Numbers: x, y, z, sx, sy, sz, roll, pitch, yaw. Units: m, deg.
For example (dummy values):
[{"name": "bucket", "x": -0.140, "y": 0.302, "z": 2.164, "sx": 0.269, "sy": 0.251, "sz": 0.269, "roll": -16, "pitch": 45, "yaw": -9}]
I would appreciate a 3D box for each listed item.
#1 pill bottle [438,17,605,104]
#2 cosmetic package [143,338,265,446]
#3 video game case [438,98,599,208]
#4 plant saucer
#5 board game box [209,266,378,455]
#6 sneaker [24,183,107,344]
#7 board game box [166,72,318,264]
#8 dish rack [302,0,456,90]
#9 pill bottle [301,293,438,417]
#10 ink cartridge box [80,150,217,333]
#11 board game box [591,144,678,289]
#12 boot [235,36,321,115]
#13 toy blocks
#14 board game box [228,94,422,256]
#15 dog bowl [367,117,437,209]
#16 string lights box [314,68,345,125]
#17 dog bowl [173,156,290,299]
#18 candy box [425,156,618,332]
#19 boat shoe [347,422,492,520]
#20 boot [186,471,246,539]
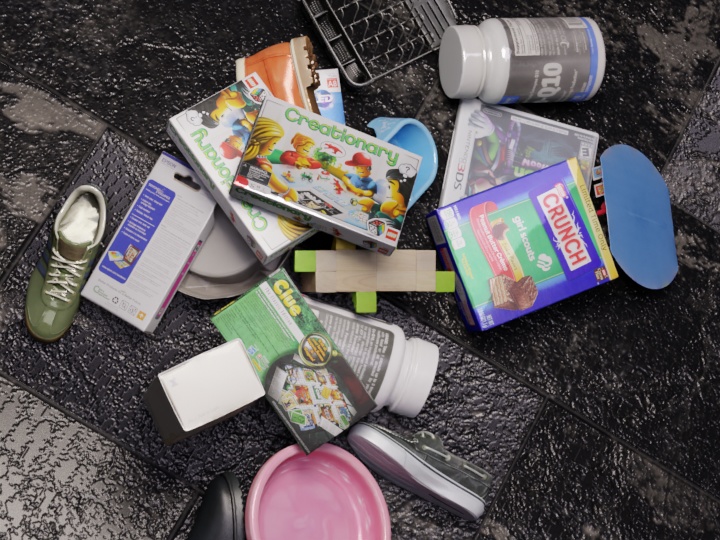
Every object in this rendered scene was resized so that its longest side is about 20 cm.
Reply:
[{"name": "pill bottle", "x": 0.212, "y": -0.279, "z": 1.789, "sx": 0.200, "sy": 0.114, "sz": 0.114, "roll": -4, "pitch": 79, "yaw": -16}, {"name": "cosmetic package", "x": -0.184, "y": 0.143, "z": 1.555, "sx": 0.103, "sy": 0.200, "sz": 0.073, "roll": -24, "pitch": 86, "yaw": -17}, {"name": "video game case", "x": 0.213, "y": -0.124, "z": 1.804, "sx": 0.200, "sy": 0.023, "sz": 0.182, "roll": 15, "pitch": 75, "yaw": -10}, {"name": "plant saucer", "x": -0.057, "y": 0.306, "z": 1.600, "sx": 0.200, "sy": 0.051, "sz": 0.201, "roll": 16, "pitch": 63, "yaw": -33}, {"name": "board game box", "x": -0.077, "y": 0.106, "z": 1.573, "sx": 0.105, "sy": 0.023, "sz": 0.200, "roll": -34, "pitch": 100, "yaw": -1}, {"name": "sneaker", "x": -0.352, "y": -0.015, "z": 1.607, "sx": 0.067, "sy": 0.090, "sz": 0.200, "roll": 19, "pitch": 74, "yaw": -9}, {"name": "board game box", "x": -0.119, "y": -0.121, "z": 1.580, "sx": 0.126, "sy": 0.035, "sz": 0.200, "roll": -33, "pitch": 82, "yaw": -24}, {"name": "dish rack", "x": 0.032, "y": -0.337, "z": 1.793, "sx": 0.200, "sy": 0.055, "sz": 0.153, "roll": -28, "pitch": 86, "yaw": -18}, {"name": "pill bottle", "x": -0.014, "y": 0.107, "z": 1.650, "sx": 0.200, "sy": 0.114, "sz": 0.114, "roll": 19, "pitch": 74, "yaw": -9}, {"name": "ink cartridge box", "x": -0.243, "y": -0.033, "z": 1.609, "sx": 0.095, "sy": 0.037, "sz": 0.200, "roll": 29, "pitch": 90, "yaw": 13}, {"name": "board game box", "x": 0.360, "y": -0.067, "z": 1.805, "sx": 0.158, "sy": 0.039, "sz": 0.200, "roll": 14, "pitch": 66, "yaw": -43}, {"name": "boot", "x": -0.096, "y": -0.180, "z": 1.666, "sx": 0.107, "sy": 0.075, "sz": 0.200, "roll": -11, "pitch": 86, "yaw": 7}, {"name": "toy blocks", "x": 0.000, "y": 0.000, "z": 1.670, "sx": 0.200, "sy": 0.137, "sz": 0.100, "roll": 0, "pitch": 90, "yaw": -16}, {"name": "board game box", "x": -0.038, "y": -0.109, "z": 1.553, "sx": 0.200, "sy": 0.035, "sz": 0.126, "roll": 21, "pitch": 64, "yaw": -9}, {"name": "dog bowl", "x": 0.032, "y": -0.121, "z": 1.698, "sx": 0.200, "sy": 0.050, "sz": 0.112, "roll": -49, "pitch": 119, "yaw": -43}, {"name": "string lights box", "x": -0.069, "y": -0.152, "z": 1.723, "sx": 0.103, "sy": 0.059, "sz": 0.200, "roll": -6, "pitch": 79, "yaw": -12}, {"name": "dog bowl", "x": -0.168, "y": -0.060, "z": 1.648, "sx": 0.200, "sy": 0.059, "sz": 0.200, "roll": -1, "pitch": 82, "yaw": 8}, {"name": "candy box", "x": 0.208, "y": -0.032, "z": 1.735, "sx": 0.200, "sy": 0.077, "sz": 0.169, "roll": -21, "pitch": 91, "yaw": -11}, {"name": "boat shoe", "x": 0.075, "y": 0.235, "z": 1.674, "sx": 0.200, "sy": 0.072, "sz": 0.071, "roll": 34, "pitch": 63, "yaw": -15}, {"name": "boot", "x": -0.220, "y": 0.337, "z": 1.567, "sx": 0.168, "sy": 0.076, "sz": 0.200, "roll": 1, "pitch": 83, "yaw": -17}]
